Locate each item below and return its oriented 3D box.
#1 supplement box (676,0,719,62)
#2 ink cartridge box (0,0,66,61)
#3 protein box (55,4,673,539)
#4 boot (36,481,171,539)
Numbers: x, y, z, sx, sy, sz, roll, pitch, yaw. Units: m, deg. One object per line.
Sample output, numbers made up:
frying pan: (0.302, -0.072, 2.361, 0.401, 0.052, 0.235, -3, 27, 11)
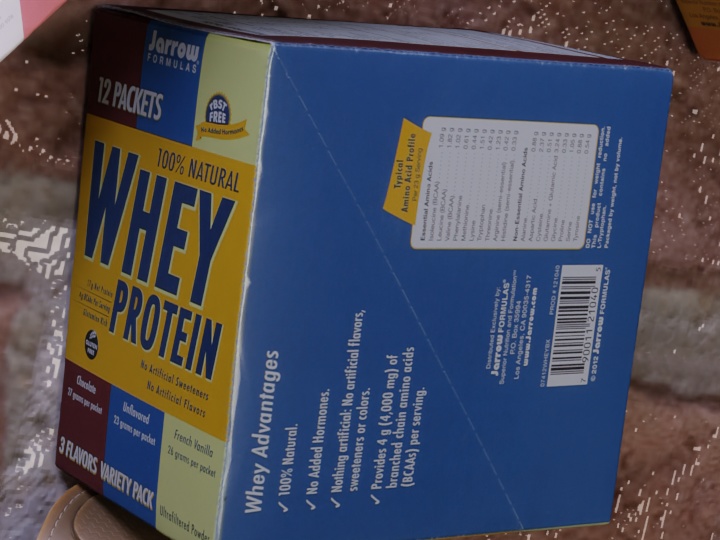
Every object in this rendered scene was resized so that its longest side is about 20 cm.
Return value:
supplement box: (0.166, -0.195, 0.974, 0.067, 0.069, 0.200, -42, 119, -23)
ink cartridge box: (-0.187, -0.161, 0.732, 0.116, 0.067, 0.200, -46, 124, -18)
protein box: (0.000, 0.000, 0.861, 0.200, 0.135, 0.199, 0, 102, -35)
boot: (-0.118, 0.179, 0.856, 0.200, 0.077, 0.155, -44, 156, -61)
